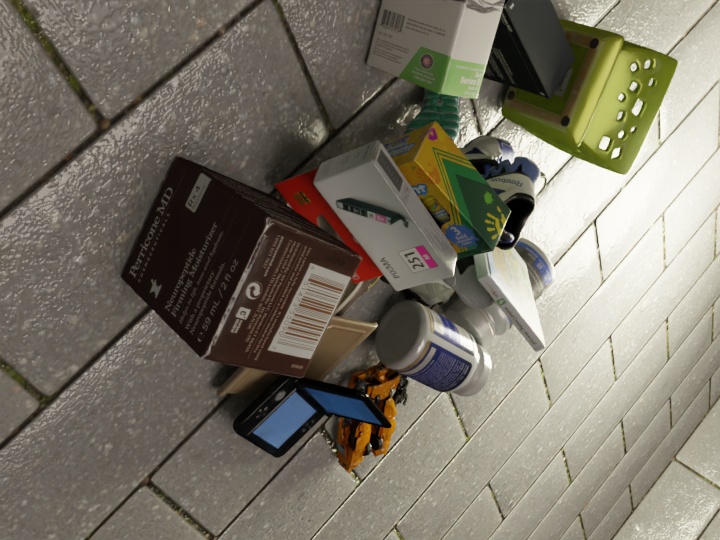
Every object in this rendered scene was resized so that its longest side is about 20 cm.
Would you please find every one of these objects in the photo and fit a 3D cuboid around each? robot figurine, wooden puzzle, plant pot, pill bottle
[{"bbox_3d":[0.015,0.246,1.340,0.143,0.058,0.204,-15,125,-41],"label":"robot figurine"},{"bbox_3d":[-0.091,0.121,1.127,0.185,0.038,0.198,-45,149,24],"label":"wooden puzzle"},{"bbox_3d":[0.354,-0.291,1.252,0.179,0.199,0.202,8,109,-42],"label":"plant pot"},{"bbox_3d":[0.254,0.044,1.418,0.200,0.113,0.115,-42,138,-19],"label":"pill bottle"},{"bbox_3d":[0.127,0.138,1.306,0.198,0.115,0.117,30,92,-37],"label":"pill bottle"}]

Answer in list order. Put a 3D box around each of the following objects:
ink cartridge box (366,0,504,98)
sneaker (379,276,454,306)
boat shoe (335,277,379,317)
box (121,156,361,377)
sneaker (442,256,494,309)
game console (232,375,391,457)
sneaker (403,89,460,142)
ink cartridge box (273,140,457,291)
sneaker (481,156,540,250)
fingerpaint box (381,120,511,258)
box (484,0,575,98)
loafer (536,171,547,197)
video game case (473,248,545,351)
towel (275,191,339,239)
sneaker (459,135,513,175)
[{"bbox_3d":[0.103,-0.341,0.988,0.083,0.145,0.204,-5,118,-44],"label":"ink cartridge box"},{"bbox_3d":[0.098,0.023,1.275,0.198,0.074,0.080,9,113,-49],"label":"sneaker"},{"bbox_3d":[0.000,0.000,1.159,0.202,0.071,0.059,-58,138,-10],"label":"boat shoe"},{"bbox_3d":[-0.140,-0.002,0.906,0.163,0.199,0.168,19,100,-49],"label":"box"},{"bbox_3d":[0.152,-0.032,1.250,0.075,0.201,0.114,-41,177,23],"label":"sneaker"},{"bbox_3d":[-0.067,0.232,1.155,0.176,0.116,0.201,-43,152,-7],"label":"game console"},{"bbox_3d":[0.112,-0.194,1.102,0.088,0.073,0.202,78,27,-50],"label":"sneaker"},{"bbox_3d":[0.003,-0.053,0.982,0.201,0.171,0.044,51,39,-31],"label":"ink cartridge box"},{"bbox_3d":[0.165,-0.077,1.095,0.197,0.116,0.081,-26,124,24],"label":"sneaker"},{"bbox_3d":[0.068,-0.087,1.026,0.167,0.198,0.074,45,58,-25],"label":"fingerpaint box"},{"bbox_3d":[0.203,-0.346,1.094,0.079,0.140,0.200,-53,141,-4],"label":"box"},{"bbox_3d":[0.267,-0.118,1.362,0.198,0.069,0.071,-33,133,-28],"label":"loafer"},{"bbox_3d":[0.226,0.001,1.220,0.022,0.202,0.182,-28,124,23],"label":"video game case"},{"bbox_3d":[-0.100,-0.012,1.074,0.132,0.034,0.203,24,94,-51],"label":"towel"},{"bbox_3d":[0.183,-0.151,1.205,0.197,0.115,0.082,-10,124,-40],"label":"sneaker"}]
